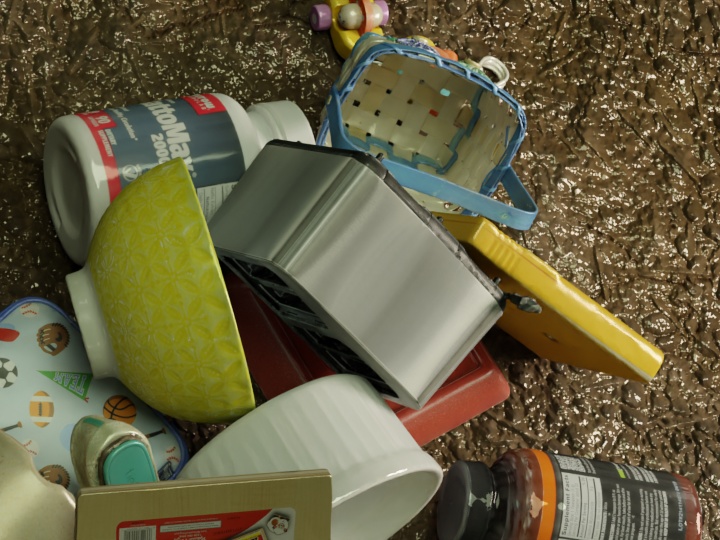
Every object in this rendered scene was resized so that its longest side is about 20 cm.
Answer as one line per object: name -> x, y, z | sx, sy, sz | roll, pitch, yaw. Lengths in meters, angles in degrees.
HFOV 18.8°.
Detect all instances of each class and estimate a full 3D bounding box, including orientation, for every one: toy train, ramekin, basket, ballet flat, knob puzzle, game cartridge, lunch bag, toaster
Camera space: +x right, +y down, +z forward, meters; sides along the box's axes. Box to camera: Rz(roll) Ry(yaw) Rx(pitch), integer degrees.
toy train -> 0.044, -0.226, 1.910 | 0.150, 0.056, 0.200 | -37, 83, -30
ramekin -> -0.047, 0.165, 1.620 | 0.199, 0.201, 0.098 | -23, 68, -28
basket -> 0.046, -0.107, 1.773 | 0.175, 0.140, 0.200 | 21, 26, -20
ballet flat -> -0.164, 0.188, 1.563 | 0.067, 0.062, 0.201 | -27, 122, -32
knob puzzle -> -0.111, 0.227, 1.502 | 0.218, 0.221, 0.030 | 4, 23, -20
game cartridge -> 0.124, 0.016, 1.735 | 0.200, 0.176, 0.033 | 38, 79, -23
lunch bag -> -0.234, 0.133, 1.629 | 0.200, 0.076, 0.160 | 46, 61, 5
toaster -> 0.000, 0.000, 1.643 | 0.181, 0.200, 0.119 | 45, 76, -25

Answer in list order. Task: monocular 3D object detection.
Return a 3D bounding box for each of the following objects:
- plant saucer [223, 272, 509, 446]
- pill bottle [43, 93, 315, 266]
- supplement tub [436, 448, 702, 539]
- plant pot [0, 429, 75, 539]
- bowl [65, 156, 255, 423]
plant saucer -> 0.005, 0.053, 1.780 | 0.199, 0.037, 0.200 | -26, 78, -28
pill bottle -> -0.141, -0.078, 1.734 | 0.199, 0.120, 0.120 | -12, 71, -26
supplement tub -> 0.164, 0.200, 1.734 | 0.198, 0.107, 0.108 | 11, 63, -16
plant pot -> -0.283, 0.209, 1.483 | 0.200, 0.201, 0.183 | 44, 69, 3
bowl -> -0.155, 0.026, 1.595 | 0.107, 0.200, 0.201 | -15, 72, -7
